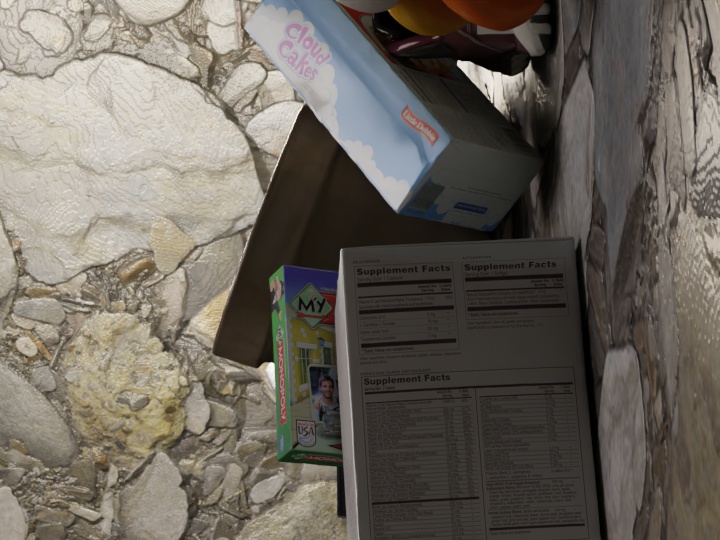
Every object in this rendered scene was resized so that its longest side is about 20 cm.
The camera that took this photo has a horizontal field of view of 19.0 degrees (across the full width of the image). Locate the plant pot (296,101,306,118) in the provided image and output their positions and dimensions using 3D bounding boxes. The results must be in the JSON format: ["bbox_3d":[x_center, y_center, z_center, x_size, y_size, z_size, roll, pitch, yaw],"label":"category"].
[{"bbox_3d":[0.033,-0.080,1.798,0.027,0.199,0.201,-46,31,30],"label":"plant pot"}]

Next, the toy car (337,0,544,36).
[{"bbox_3d":[0.067,-0.235,1.239,0.149,0.174,0.202,11,107,51],"label":"toy car"}]

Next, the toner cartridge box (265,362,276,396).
[{"bbox_3d":[-0.015,0.023,1.860,0.201,0.043,0.095,-63,18,8],"label":"toner cartridge box"}]

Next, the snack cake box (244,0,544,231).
[{"bbox_3d":[0.022,-0.121,1.485,0.067,0.115,0.200,-52,57,22],"label":"snack cake box"}]

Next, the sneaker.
[{"bbox_3d":[0.063,-0.174,1.477,0.200,0.114,0.076,163,104,-87],"label":"sneaker"}]

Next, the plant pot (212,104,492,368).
[{"bbox_3d":[0.000,0.000,1.632,0.200,0.172,0.202,-158,90,-90],"label":"plant pot"}]

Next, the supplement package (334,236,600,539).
[{"bbox_3d":[0.063,0.099,1.370,0.152,0.149,0.202,97,170,-73],"label":"supplement package"}]

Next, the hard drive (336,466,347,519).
[{"bbox_3d":[0.049,0.107,1.771,0.200,0.042,0.136,-45,-31,-38],"label":"hard drive"}]

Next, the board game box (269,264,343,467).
[{"bbox_3d":[0.035,0.074,1.500,0.029,0.198,0.136,138,134,-56],"label":"board game box"}]

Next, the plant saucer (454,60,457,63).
[{"bbox_3d":[0.035,-0.184,2.013,0.200,0.029,0.201,-50,30,44],"label":"plant saucer"}]
